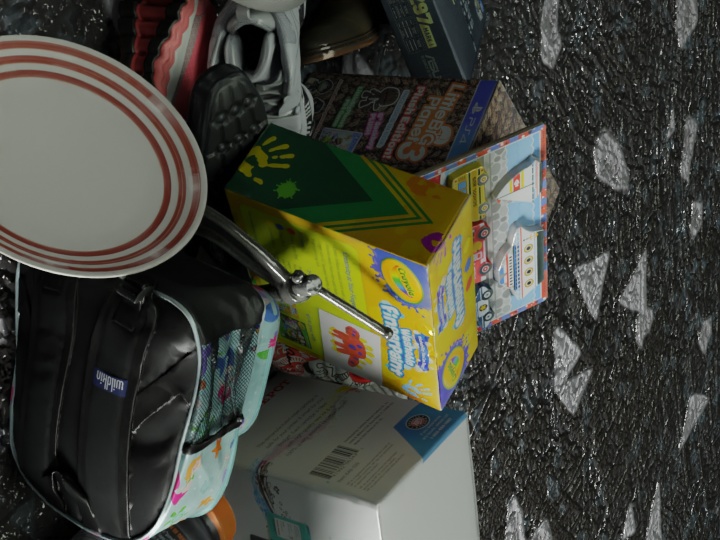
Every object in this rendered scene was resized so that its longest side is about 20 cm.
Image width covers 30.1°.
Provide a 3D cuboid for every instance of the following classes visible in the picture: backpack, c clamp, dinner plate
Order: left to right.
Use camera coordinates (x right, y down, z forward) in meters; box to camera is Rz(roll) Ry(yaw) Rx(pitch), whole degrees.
[{"bbox_3d":[-0.196,-0.073,0.878,0.200,0.200,0.024,-38,169,-46],"label":"dinner plate"},{"bbox_3d":[-0.156,0.080,0.936,0.150,0.176,0.202,-11,119,-58],"label":"backpack"},{"bbox_3d":[-0.090,0.005,0.983,0.171,0.199,0.027,39,70,-23],"label":"c clamp"}]

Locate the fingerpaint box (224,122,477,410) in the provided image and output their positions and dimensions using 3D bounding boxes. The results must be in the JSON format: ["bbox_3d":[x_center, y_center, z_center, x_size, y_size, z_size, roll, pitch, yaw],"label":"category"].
[{"bbox_3d":[0.000,0.000,1.012,0.074,0.166,0.201,-57,156,-28],"label":"fingerpaint box"}]

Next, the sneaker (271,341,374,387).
[{"bbox_3d":[-0.009,0.069,1.196,0.201,0.107,0.068,7,92,-66],"label":"sneaker"}]

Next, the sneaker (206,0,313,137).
[{"bbox_3d":[-0.080,-0.141,1.047,0.115,0.074,0.202,-78,170,-59],"label":"sneaker"}]

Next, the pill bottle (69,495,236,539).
[{"bbox_3d":[-0.177,0.235,0.999,0.200,0.105,0.107,-42,130,-44],"label":"pill bottle"}]

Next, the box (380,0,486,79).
[{"bbox_3d":[0.052,-0.274,1.186,0.158,0.051,0.201,-70,141,-54],"label":"box"}]

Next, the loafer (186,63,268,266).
[{"bbox_3d":[-0.111,-0.083,1.015,0.068,0.070,0.201,-34,152,-24],"label":"loafer"}]

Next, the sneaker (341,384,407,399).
[{"bbox_3d":[0.010,0.178,1.314,0.082,0.073,0.202,5,97,-71],"label":"sneaker"}]

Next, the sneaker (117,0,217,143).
[{"bbox_3d":[-0.148,-0.125,0.999,0.087,0.073,0.202,36,69,-59],"label":"sneaker"}]

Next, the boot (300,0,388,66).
[{"bbox_3d":[-0.019,-0.248,1.179,0.200,0.074,0.098,-49,126,-54],"label":"boot"}]

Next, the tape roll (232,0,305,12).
[{"bbox_3d":[-0.096,-0.282,0.978,0.202,0.037,0.204,30,42,-31],"label":"tape roll"}]

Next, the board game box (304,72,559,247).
[{"bbox_3d":[0.050,-0.086,1.189,0.160,0.198,0.097,51,56,-48],"label":"board game box"}]

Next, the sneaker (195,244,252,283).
[{"bbox_3d":[-0.113,0.032,1.102,0.071,0.072,0.201,94,23,-57],"label":"sneaker"}]

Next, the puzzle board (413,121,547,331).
[{"bbox_3d":[0.091,-0.016,1.106,0.150,0.017,0.201,-23,137,-14],"label":"puzzle board"}]

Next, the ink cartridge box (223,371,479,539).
[{"bbox_3d":[-0.022,0.197,1.140,0.147,0.198,0.147,-37,128,-46],"label":"ink cartridge box"}]
